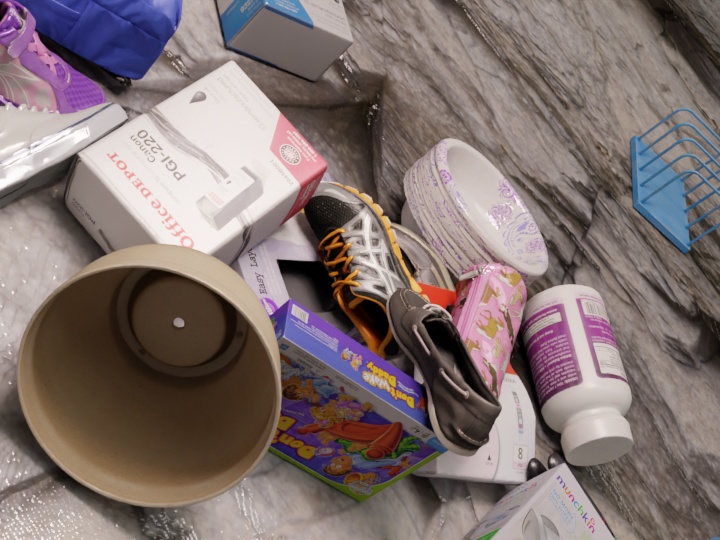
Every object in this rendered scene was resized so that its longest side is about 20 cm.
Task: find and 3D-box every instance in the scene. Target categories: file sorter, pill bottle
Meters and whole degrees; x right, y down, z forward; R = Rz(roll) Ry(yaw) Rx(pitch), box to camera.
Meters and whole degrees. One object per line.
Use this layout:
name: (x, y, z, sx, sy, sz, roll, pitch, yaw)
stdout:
file sorter: (0.563, -0.165, 1.895, 0.138, 0.122, 0.202, 37, 39, -20)
pill bottle: (0.266, 0.129, 1.326, 0.111, 0.112, 0.203, 19, 48, -37)

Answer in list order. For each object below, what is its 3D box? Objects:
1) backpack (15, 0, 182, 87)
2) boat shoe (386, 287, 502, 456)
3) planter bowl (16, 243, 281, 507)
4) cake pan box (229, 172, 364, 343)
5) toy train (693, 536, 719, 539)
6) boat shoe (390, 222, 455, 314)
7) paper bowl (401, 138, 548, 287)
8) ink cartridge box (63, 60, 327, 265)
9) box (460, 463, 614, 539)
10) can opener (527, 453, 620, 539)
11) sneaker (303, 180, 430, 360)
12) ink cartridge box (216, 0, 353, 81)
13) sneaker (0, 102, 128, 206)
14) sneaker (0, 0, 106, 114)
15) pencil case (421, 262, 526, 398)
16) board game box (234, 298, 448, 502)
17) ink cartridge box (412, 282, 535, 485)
backpack: (-0.269, -0.316, 1.051, 0.198, 0.168, 0.164, 21, 39, -31)
boat shoe: (0.079, 0.076, 0.980, 0.066, 0.057, 0.201, 19, 32, -32)
planter bowl: (-0.152, 0.063, 0.858, 0.200, 0.200, 0.135, 42, 19, -13)
cake pan box: (-0.077, -0.013, 1.112, 0.182, 0.052, 0.203, 3, 59, -45)
toy train: (0.492, 0.404, 1.345, 0.200, 0.115, 0.085, 43, 37, -14)
boat shoe: (0.066, 0.033, 1.213, 0.201, 0.074, 0.073, 50, 36, -3)
paper bowl: (0.127, -0.050, 1.308, 0.200, 0.104, 0.202, 39, 28, -26)
ink cartridge box: (-0.150, -0.081, 0.999, 0.146, 0.085, 0.200, 46, 55, 5)
box: (0.191, 0.330, 1.084, 0.176, 0.096, 0.202, -27, 82, -49)
can opener: (0.245, 0.282, 1.185, 0.202, 0.063, 0.079, 64, 30, -16)
sneaker: (0.000, 0.000, 1.085, 0.077, 0.078, 0.201, -30, 84, -45)
ink cartridge box: (-0.104, -0.354, 1.334, 0.144, 0.083, 0.203, 13, 52, -41)
sneaker: (-0.283, -0.114, 0.932, 0.071, 0.073, 0.200, 54, 42, -3)
sneaker: (-0.309, -0.192, 0.967, 0.198, 0.088, 0.081, 27, 41, -33)
pencil case: (0.114, 0.080, 1.101, 0.086, 0.083, 0.201, 34, 44, -10)
board game box: (-0.029, 0.123, 0.978, 0.199, 0.134, 0.045, 34, 39, -24)
ink cartridge box: (0.124, 0.124, 1.168, 0.161, 0.057, 0.204, 14, 77, -41)
